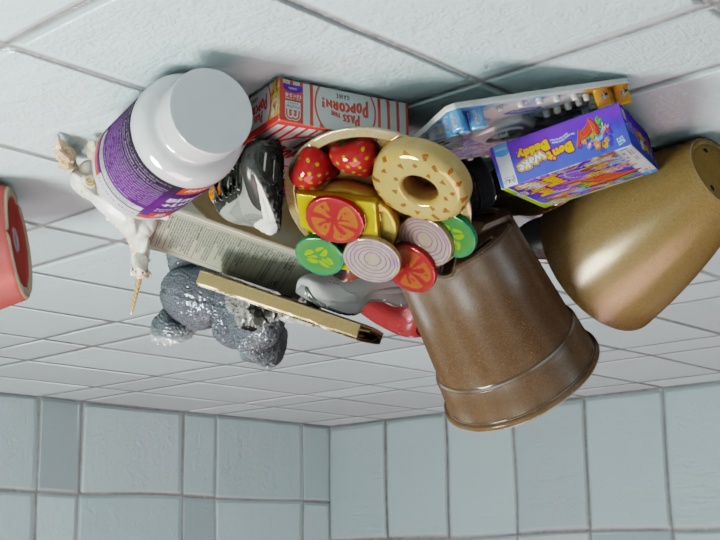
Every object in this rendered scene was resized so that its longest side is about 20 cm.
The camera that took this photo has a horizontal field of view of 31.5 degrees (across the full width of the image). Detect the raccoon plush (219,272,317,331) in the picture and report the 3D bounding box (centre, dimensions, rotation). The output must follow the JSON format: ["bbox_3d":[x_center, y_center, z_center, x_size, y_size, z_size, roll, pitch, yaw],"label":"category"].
[{"bbox_3d":[-0.120,-0.009,1.695,0.097,0.201,0.134,-22,-179,31],"label":"raccoon plush"}]

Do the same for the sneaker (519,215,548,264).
[{"bbox_3d":[0.291,-0.066,1.651,0.199,0.076,0.088,-9,151,16],"label":"sneaker"}]

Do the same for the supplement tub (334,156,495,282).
[{"bbox_3d":[0.048,-0.068,1.420,0.199,0.107,0.107,-22,173,-17],"label":"supplement tub"}]

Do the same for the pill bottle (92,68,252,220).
[{"bbox_3d":[-0.180,-0.124,1.237,0.111,0.112,0.200,6,166,-27],"label":"pill bottle"}]

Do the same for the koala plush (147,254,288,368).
[{"bbox_3d":[-0.199,0.044,1.829,0.199,0.178,0.184,15,-173,3],"label":"koala plush"}]

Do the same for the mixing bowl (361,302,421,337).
[{"bbox_3d":[0.081,0.016,1.654,0.200,0.109,0.200,-28,153,-15],"label":"mixing bowl"}]

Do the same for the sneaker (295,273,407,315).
[{"bbox_3d":[0.000,0.000,1.493,0.074,0.087,0.200,24,-158,35],"label":"sneaker"}]

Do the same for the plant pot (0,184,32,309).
[{"bbox_3d":[-0.499,-0.021,1.540,0.177,0.201,0.200,-10,168,-5],"label":"plant pot"}]

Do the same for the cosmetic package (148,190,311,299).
[{"bbox_3d":[-0.142,-0.047,1.502,0.199,0.071,0.105,20,146,-13],"label":"cosmetic package"}]

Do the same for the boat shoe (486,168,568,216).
[{"bbox_3d":[0.185,-0.098,1.509,0.200,0.072,0.072,-21,-173,40],"label":"boat shoe"}]

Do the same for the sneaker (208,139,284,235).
[{"bbox_3d":[-0.117,-0.082,1.308,0.079,0.074,0.200,6,166,-4],"label":"sneaker"}]

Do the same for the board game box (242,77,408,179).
[{"bbox_3d":[-0.066,-0.137,1.334,0.151,0.047,0.200,7,165,-30],"label":"board game box"}]

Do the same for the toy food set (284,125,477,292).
[{"bbox_3d":[0.019,-0.059,1.271,0.199,0.049,0.198,6,135,13],"label":"toy food set"}]

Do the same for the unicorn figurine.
[{"bbox_3d":[-0.268,-0.066,1.428,0.074,0.200,0.137,-33,180,-24],"label":"unicorn figurine"}]

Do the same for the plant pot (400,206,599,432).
[{"bbox_3d":[0.146,0.047,1.478,0.200,0.199,0.200,-26,-161,10],"label":"plant pot"}]

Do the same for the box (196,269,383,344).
[{"bbox_3d":[-0.079,0.045,1.508,0.199,0.021,0.163,18,178,11],"label":"box"}]

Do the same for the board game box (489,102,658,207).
[{"bbox_3d":[0.226,-0.115,1.325,0.134,0.045,0.200,-18,171,19],"label":"board game box"}]

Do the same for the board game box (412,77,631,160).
[{"bbox_3d":[0.145,-0.137,1.294,0.199,0.026,0.200,-11,171,-20],"label":"board game box"}]

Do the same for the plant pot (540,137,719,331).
[{"bbox_3d":[0.339,-0.059,1.463,0.186,0.187,0.200,8,146,-33],"label":"plant pot"}]
